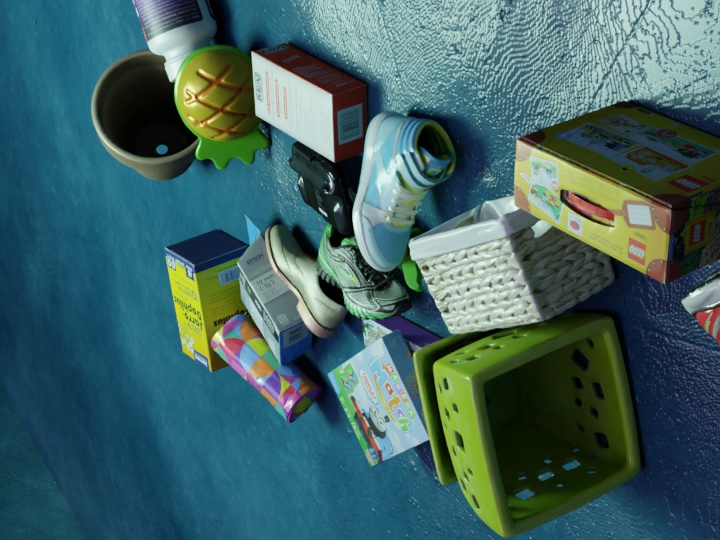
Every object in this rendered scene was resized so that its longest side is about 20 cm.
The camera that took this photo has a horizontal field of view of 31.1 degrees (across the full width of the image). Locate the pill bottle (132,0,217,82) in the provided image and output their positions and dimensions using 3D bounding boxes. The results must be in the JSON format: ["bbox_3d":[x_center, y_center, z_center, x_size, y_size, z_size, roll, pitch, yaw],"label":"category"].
[{"bbox_3d":[-0.284,-0.396,1.971,0.111,0.111,0.201,-12,97,60],"label":"pill bottle"}]

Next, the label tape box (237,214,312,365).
[{"bbox_3d":[-0.150,0.032,2.033,0.201,0.066,0.144,55,165,20],"label":"label tape box"}]

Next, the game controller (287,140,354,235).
[{"bbox_3d":[-0.051,-0.116,1.804,0.105,0.042,0.200,67,170,-25],"label":"game controller"}]

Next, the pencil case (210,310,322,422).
[{"bbox_3d":[-0.154,0.156,2.099,0.200,0.088,0.089,44,143,20],"label":"pencil case"}]

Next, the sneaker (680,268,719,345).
[{"bbox_3d":[0.381,0.021,1.187,0.085,0.077,0.200,54,156,3],"label":"sneaker"}]

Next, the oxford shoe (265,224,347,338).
[{"bbox_3d":[-0.075,0.002,1.943,0.074,0.071,0.201,-46,65,31],"label":"oxford shoe"}]

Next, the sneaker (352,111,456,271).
[{"bbox_3d":[0.057,-0.095,1.590,0.130,0.079,0.202,9,98,55],"label":"sneaker"}]

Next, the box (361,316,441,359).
[{"bbox_3d":[0.078,0.146,1.786,0.200,0.039,0.138,28,130,50],"label":"box"}]

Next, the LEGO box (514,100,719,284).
[{"bbox_3d":[0.266,-0.080,1.218,0.200,0.148,0.078,34,135,46],"label":"LEGO box"}]

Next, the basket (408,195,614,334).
[{"bbox_3d":[0.170,-0.012,1.443,0.200,0.135,0.124,-12,102,60],"label":"basket"}]

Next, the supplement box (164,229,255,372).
[{"bbox_3d":[-0.248,0.050,2.197,0.109,0.109,0.202,26,130,50],"label":"supplement box"}]

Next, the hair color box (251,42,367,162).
[{"bbox_3d":[-0.071,-0.233,1.772,0.200,0.061,0.102,34,136,44],"label":"hair color box"}]

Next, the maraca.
[{"bbox_3d":[-0.204,-0.243,1.930,0.107,0.136,0.201,-96,-2,-56],"label":"maraca"}]

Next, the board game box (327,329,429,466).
[{"bbox_3d":[0.034,0.182,1.805,0.152,0.036,0.200,64,150,8],"label":"board game box"}]

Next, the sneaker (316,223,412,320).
[{"bbox_3d":[0.000,0.000,1.785,0.200,0.078,0.086,40,139,41],"label":"sneaker"}]

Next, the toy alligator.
[{"bbox_3d":[0.044,-0.057,1.710,0.054,0.059,0.201,-41,55,12],"label":"toy alligator"}]

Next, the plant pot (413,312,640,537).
[{"bbox_3d":[0.177,0.158,1.479,0.181,0.199,0.201,17,123,61],"label":"plant pot"}]

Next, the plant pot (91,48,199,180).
[{"bbox_3d":[-0.331,-0.232,2.105,0.201,0.199,0.175,61,166,14],"label":"plant pot"}]
